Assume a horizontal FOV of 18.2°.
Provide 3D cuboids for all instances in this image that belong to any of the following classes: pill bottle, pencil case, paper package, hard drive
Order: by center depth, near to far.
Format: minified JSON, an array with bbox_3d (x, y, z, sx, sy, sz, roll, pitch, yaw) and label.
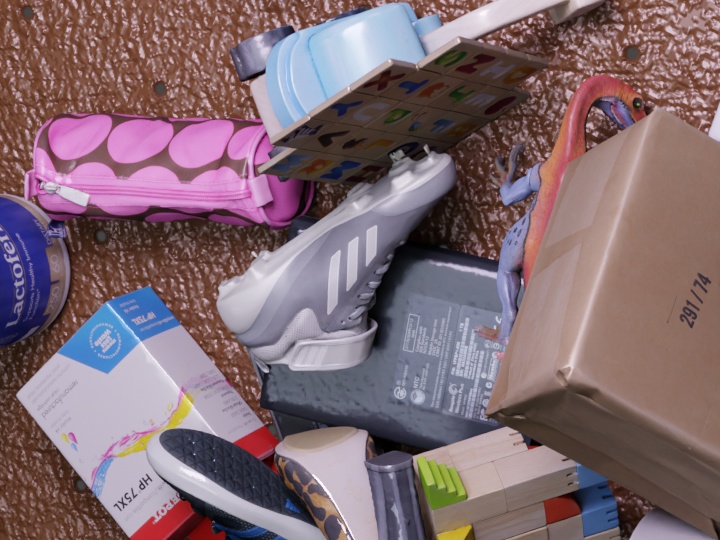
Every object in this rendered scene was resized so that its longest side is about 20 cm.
[{"bbox_3d":[0.199,0.035,1.380,0.190,0.200,0.103,29,151,-17],"label":"paper package"},{"bbox_3d":[0.035,0.051,1.570,0.199,0.033,0.140,13,102,15],"label":"hard drive"},{"bbox_3d":[-0.138,-0.068,1.613,0.199,0.094,0.091,0,99,24],"label":"pencil case"},{"bbox_3d":[-0.309,0.012,1.644,0.115,0.200,0.116,5,101,23],"label":"pill bottle"}]

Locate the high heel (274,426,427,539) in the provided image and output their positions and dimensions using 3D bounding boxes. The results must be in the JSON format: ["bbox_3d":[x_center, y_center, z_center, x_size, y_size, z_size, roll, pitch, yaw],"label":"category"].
[{"bbox_3d":[-0.005,0.184,1.533,0.200,0.071,0.143,11,113,65],"label":"high heel"}]

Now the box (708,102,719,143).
[{"bbox_3d":[0.345,-0.135,1.376,0.200,0.105,0.184,24,108,19],"label":"box"}]

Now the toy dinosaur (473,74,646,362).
[{"bbox_3d":[0.144,-0.035,1.463,0.105,0.200,0.182,12,99,-6],"label":"toy dinosaur"}]

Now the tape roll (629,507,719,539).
[{"bbox_3d":[0.243,0.260,1.439,0.139,0.203,0.203,6,101,24],"label":"tape roll"}]

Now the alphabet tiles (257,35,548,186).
[{"bbox_3d":[0.029,-0.101,1.473,0.166,0.200,0.006,-32,74,24],"label":"alphabet tiles"}]

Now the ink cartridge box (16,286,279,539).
[{"bbox_3d":[-0.145,0.127,1.664,0.116,0.067,0.200,-44,81,24],"label":"ink cartridge box"}]

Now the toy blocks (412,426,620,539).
[{"bbox_3d":[0.114,0.173,1.525,0.136,0.100,0.200,-16,134,-6],"label":"toy blocks"}]

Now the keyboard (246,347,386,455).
[{"bbox_3d":[-0.007,0.091,1.620,0.127,0.021,0.201,-19,93,23],"label":"keyboard"}]

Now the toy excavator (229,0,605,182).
[{"bbox_3d":[0.041,-0.145,1.505,0.200,0.194,0.100,-19,91,54],"label":"toy excavator"}]

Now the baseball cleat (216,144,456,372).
[{"bbox_3d":[0.000,0.000,1.531,0.200,0.070,0.107,-31,101,23],"label":"baseball cleat"}]

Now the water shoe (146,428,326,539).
[{"bbox_3d":[-0.073,0.186,1.585,0.200,0.072,0.079,30,112,-11],"label":"water shoe"}]
